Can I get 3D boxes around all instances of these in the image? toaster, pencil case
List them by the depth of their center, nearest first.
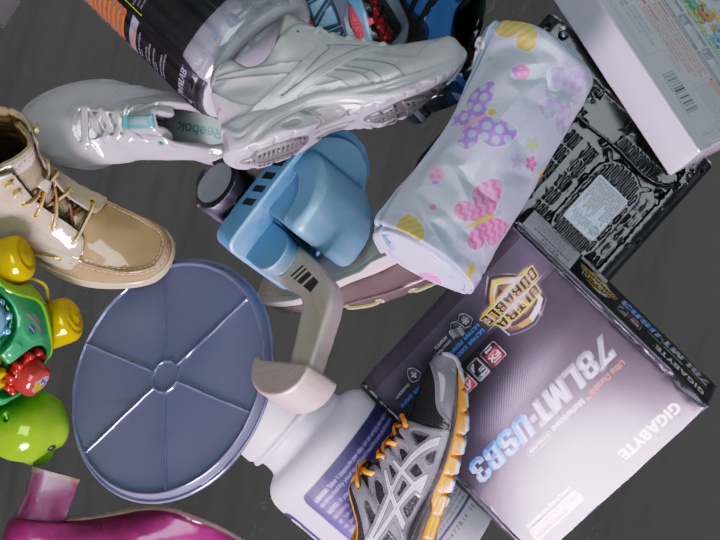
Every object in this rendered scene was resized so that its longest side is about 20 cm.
[{"bbox_3d":[0.089,-0.084,1.233,0.091,0.083,0.201,35,77,-23],"label":"pencil case"},{"bbox_3d":[0.151,-0.072,1.359,0.181,0.119,0.200,42,90,-1],"label":"toaster"}]

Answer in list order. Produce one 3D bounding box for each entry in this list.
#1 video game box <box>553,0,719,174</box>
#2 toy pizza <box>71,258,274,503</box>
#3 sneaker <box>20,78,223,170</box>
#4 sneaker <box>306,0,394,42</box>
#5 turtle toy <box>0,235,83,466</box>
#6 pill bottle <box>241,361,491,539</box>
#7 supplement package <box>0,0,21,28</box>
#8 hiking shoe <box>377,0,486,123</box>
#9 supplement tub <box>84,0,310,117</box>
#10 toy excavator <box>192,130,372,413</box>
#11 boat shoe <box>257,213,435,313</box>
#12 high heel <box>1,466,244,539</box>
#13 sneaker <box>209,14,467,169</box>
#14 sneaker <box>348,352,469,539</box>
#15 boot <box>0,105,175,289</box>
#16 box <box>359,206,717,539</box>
[{"bbox_3d":[0.252,-0.191,1.332,0.182,0.047,0.201,-24,78,-37],"label":"video game box"},{"bbox_3d":[-0.147,0.089,1.354,0.199,0.032,0.202,-13,65,28],"label":"toy pizza"},{"bbox_3d":[-0.181,-0.119,1.363,0.198,0.088,0.076,0,92,-2],"label":"sneaker"},{"bbox_3d":[-0.038,-0.226,1.384,0.095,0.079,0.201,-24,88,16],"label":"sneaker"},{"bbox_3d":[-0.295,0.071,1.339,0.145,0.101,0.200,-19,131,14],"label":"turtle toy"},{"bbox_3d":[-0.003,0.167,1.358,0.200,0.120,0.120,41,90,-3],"label":"pill bottle"},{"bbox_3d":[-0.291,-0.313,1.339,0.121,0.120,0.201,32,90,-2],"label":"supplement package"},{"bbox_3d":[0.060,-0.213,1.349,0.086,0.074,0.201,-15,66,19],"label":"hiking shoe"},{"bbox_3d":[-0.145,-0.226,1.329,0.123,0.123,0.200,-45,74,0],"label":"supplement tub"},{"bbox_3d":[-0.045,-0.014,1.282,0.195,0.200,0.100,-53,131,0],"label":"toy excavator"},{"bbox_3d":[0.000,0.000,1.345,0.059,0.199,0.072,38,49,-30],"label":"boat shoe"},{"bbox_3d":[-0.189,0.231,1.371,0.199,0.067,0.097,17,81,-4],"label":"high heel"},{"bbox_3d":[-0.019,-0.150,1.248,0.199,0.078,0.100,-19,80,-14],"label":"sneaker"},{"bbox_3d":[0.031,0.156,1.264,0.077,0.078,0.201,17,89,2],"label":"sneaker"},{"bbox_3d":[-0.243,-0.058,1.321,0.199,0.156,0.073,21,68,4],"label":"boot"},{"bbox_3d":[0.133,0.089,1.298,0.199,0.050,0.200,46,119,4],"label":"box"}]
